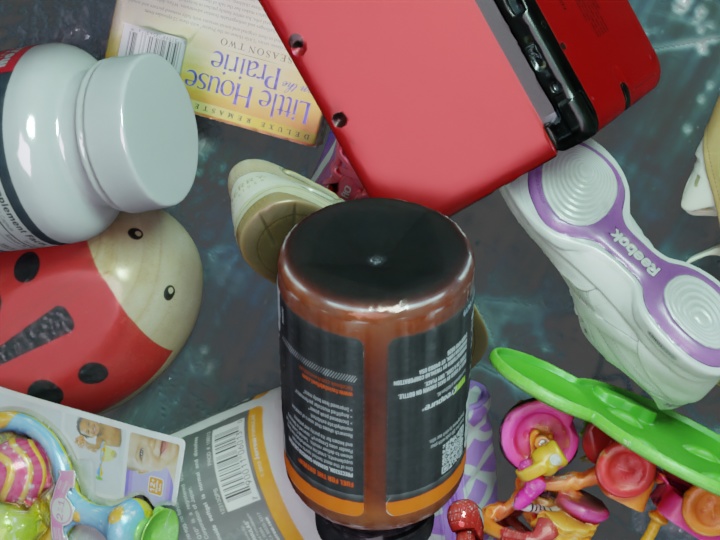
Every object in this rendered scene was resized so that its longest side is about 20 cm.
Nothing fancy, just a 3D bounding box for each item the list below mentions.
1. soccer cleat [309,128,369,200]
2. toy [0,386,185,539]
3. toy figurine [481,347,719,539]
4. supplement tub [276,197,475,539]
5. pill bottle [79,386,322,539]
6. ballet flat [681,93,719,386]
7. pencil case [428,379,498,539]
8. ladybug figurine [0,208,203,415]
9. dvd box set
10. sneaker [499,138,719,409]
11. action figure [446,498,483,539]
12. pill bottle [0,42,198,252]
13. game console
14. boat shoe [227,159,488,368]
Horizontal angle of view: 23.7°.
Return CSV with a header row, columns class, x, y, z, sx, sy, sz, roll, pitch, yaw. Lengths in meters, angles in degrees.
class,x,y,z,sx,sy,sz,roll,pitch,yaw
soccer cleat,-0.001,-0.053,1.036,0.068,0.073,0.201,22,105,6
toy,-0.202,0.137,1.031,0.199,0.047,0.116,12,98,25
toy figurine,0.127,0.168,1.003,0.199,0.150,0.185,25,100,-7
supplement tub,0.008,0.068,0.942,0.106,0.107,0.201,8,127,9
pill bottle,-0.107,0.159,1.081,0.199,0.116,0.117,-23,96,15
ballet flat,0.218,-0.022,1.006,0.063,0.069,0.201,-5,100,26
pencil case,0.054,0.164,1.065,0.083,0.085,0.201,-13,104,-21
ladybug figurine,-0.193,0.033,1.093,0.199,0.072,0.136,-34,94,16
dvd box set,-0.069,-0.190,1.042,0.145,0.029,0.201,15,104,8
sneaker,0.139,0.001,1.018,0.075,0.100,0.200,-29,71,-26
action figure,0.081,0.226,0.959,0.065,0.052,0.201,-20,83,39
pill bottle,-0.205,-0.073,1.030,0.199,0.120,0.120,-6,101,23
game console,0.054,-0.151,0.980,0.118,0.172,0.201,-25,97,39
boat shoe,0.000,0.000,1.001,0.072,0.065,0.200,-45,127,14
